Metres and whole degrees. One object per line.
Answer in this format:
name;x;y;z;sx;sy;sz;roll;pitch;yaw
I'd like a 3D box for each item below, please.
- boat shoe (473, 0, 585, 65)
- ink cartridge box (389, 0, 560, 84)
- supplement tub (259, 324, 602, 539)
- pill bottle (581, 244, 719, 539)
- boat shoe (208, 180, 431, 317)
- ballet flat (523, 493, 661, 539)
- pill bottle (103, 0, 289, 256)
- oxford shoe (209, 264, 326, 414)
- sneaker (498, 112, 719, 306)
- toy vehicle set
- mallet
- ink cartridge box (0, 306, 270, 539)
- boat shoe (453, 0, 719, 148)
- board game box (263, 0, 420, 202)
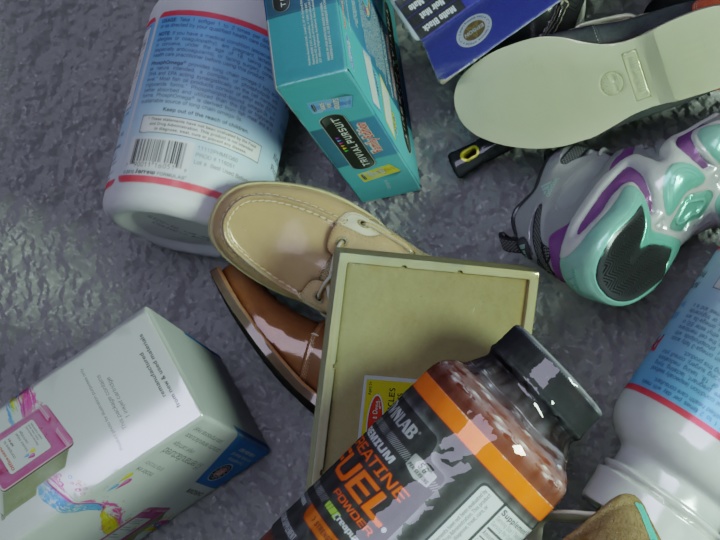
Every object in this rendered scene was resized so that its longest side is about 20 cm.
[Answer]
boat shoe;0.135;-0.215;0.983;0.073;0.060;0.201;32;84;22
ink cartridge box;0.098;-0.245;0.951;0.199;0.041;0.201;-34;42;16
supplement tub;0.042;0.125;0.813;0.200;0.107;0.107;-45;68;0
pill bottle;0.218;0.072;0.849;0.108;0.109;0.201;34;84;21
boat shoe;0.000;0.000;0.905;0.198;0.065;0.072;22;97;-10
ballet flat;0.098;0.180;0.830;0.200;0.067;0.073;-40;42;43
pill bottle;-0.100;-0.120;0.985;0.107;0.109;0.203;8;76;17
oxford shoe;-0.019;0.060;0.942;0.071;0.071;0.200;-44;79;-5
sneaker;0.174;-0.061;0.923;0.199;0.079;0.139;-29;30;-25
toy vehicle set;0.034;0.092;0.875;0.123;0.027;0.203;6;96;-8
mallet;0.146;-0.126;0.969;0.198;0.041;0.067;-21;71;12
ink cartridge box;-0.175;0.126;0.920;0.199;0.145;0.085;-33;69;3
boat shoe;0.158;-0.128;0.916;0.198;0.063;0.072;-14;104;20
board game box;-0.014;-0.150;0.929;0.046;0.200;0.153;-12;71;11
